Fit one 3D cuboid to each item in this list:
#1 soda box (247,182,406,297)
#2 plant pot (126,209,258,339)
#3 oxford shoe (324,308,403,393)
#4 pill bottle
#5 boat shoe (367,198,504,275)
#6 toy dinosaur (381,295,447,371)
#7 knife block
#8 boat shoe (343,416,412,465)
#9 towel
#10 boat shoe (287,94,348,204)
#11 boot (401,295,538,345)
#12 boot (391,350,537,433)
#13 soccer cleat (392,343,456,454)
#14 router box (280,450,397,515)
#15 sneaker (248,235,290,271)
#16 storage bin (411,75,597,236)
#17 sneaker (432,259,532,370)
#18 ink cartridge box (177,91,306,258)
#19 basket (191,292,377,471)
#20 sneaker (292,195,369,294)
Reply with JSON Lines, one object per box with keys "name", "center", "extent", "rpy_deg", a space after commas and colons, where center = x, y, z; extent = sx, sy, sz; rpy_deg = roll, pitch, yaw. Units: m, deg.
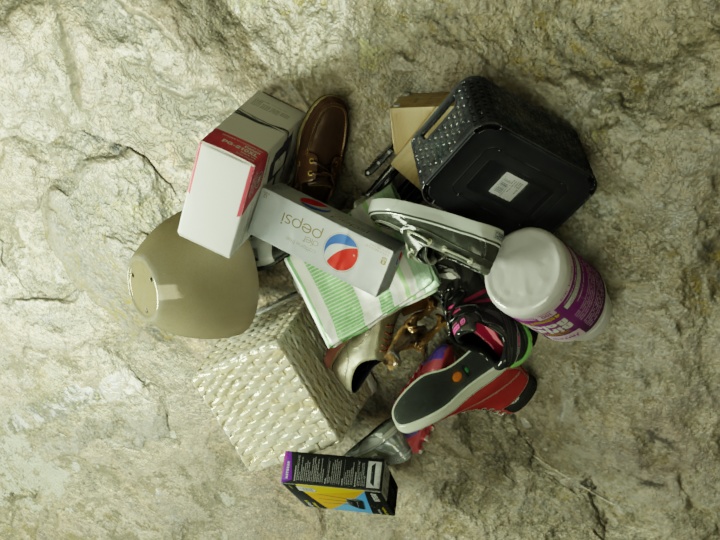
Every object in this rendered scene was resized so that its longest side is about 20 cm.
{"name": "soda box", "center": [-0.044, -0.042, 1.338], "extent": [0.198, 0.064, 0.069], "rpy_deg": [27, 108, 14]}
{"name": "plant pot", "center": [-0.255, 0.012, 1.464], "extent": [0.199, 0.133, 0.204], "rpy_deg": [20, 117, 46]}
{"name": "oxford shoe", "center": [0.030, 0.086, 1.433], "extent": [0.075, 0.070, 0.201], "rpy_deg": [52, 120, 32]}
{"name": "pill bottle", "center": [0.247, 0.027, 1.298], "extent": [0.111, 0.199, 0.114], "rpy_deg": [-13, 66, 31]}
{"name": "boat shoe", "center": [0.082, -0.042, 1.263], "extent": [0.198, 0.070, 0.065], "rpy_deg": [17, 86, 39]}
{"name": "toy dinosaur", "center": [0.076, 0.087, 1.422], "extent": [0.106, 0.199, 0.061], "rpy_deg": [-45, 78, 20]}
{"name": "knife block", "center": [0.100, -0.143, 1.351], "extent": [0.197, 0.064, 0.178], "rpy_deg": [1, 117, 21]}
{"name": "boat shoe", "center": [0.025, 0.280, 1.553], "extent": [0.065, 0.074, 0.202], "rpy_deg": [51, 152, 8]}
{"name": "towel", "center": [0.000, 0.000, 1.382], "extent": [0.199, 0.023, 0.154], "rpy_deg": [-32, 82, 28]}
{"name": "boat shoe", "center": [-0.055, -0.137, 1.393], "extent": [0.071, 0.068, 0.203], "rpy_deg": [7, 116, -25]}
{"name": "boot", "center": [0.137, 0.038, 1.428], "extent": [0.198, 0.069, 0.190], "rpy_deg": [-17, 112, 30]}
{"name": "boot", "center": [0.153, 0.191, 1.455], "extent": [0.198, 0.073, 0.144], "rpy_deg": [-32, 136, 11]}
{"name": "soccer cleat", "center": [0.087, 0.188, 1.529], "extent": [0.076, 0.067, 0.202], "rpy_deg": [24, 125, 14]}
{"name": "router box", "center": [-0.026, 0.318, 1.514], "extent": [0.146, 0.052, 0.200], "rpy_deg": [4, 158, 10]}
{"name": "sneaker", "center": [-0.161, -0.047, 1.498], "extent": [0.198, 0.074, 0.090], "rpy_deg": [-15, 106, 32]}
{"name": "storage bin", "center": [0.176, -0.130, 1.256], "extent": [0.198, 0.095, 0.135], "rpy_deg": [22, 129, -30]}
{"name": "sneaker", "center": [0.142, 0.050, 1.349], "extent": [0.200, 0.083, 0.077], "rpy_deg": [43, 130, 14]}
{"name": "ink cartridge box", "center": [-0.156, -0.134, 1.378], "extent": [0.083, 0.200, 0.146], "rpy_deg": [24, 122, 5]}
{"name": "basket", "center": [-0.118, 0.167, 1.543], "extent": [0.198, 0.161, 0.200], "rpy_deg": [-22, 107, 31]}
{"name": "sneaker", "center": [-0.028, -0.039, 1.453], "extent": [0.199, 0.081, 0.089], "rpy_deg": [-36, 95, 26]}
